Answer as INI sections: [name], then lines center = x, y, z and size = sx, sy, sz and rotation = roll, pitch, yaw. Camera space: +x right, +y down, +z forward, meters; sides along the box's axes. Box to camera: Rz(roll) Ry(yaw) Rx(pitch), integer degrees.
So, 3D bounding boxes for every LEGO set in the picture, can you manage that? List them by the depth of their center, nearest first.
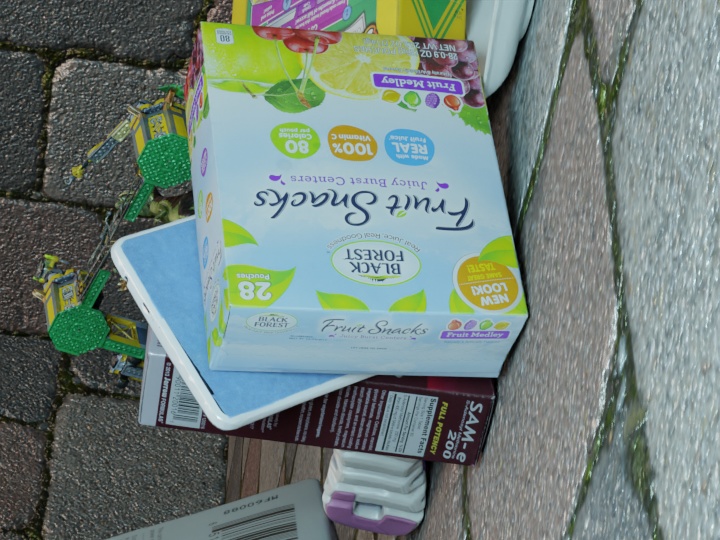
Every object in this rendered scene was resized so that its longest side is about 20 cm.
[LEGO set]
center = -0.116, -0.035, 1.369
size = 0.116, 0.153, 0.201
rotation = -109, 36, -52

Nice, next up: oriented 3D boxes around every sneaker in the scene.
[sneaker]
center = 0.020, 0.088, 1.434
size = 0.201, 0.080, 0.089
rotation = 103, 179, -54

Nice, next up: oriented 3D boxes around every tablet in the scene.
[tablet]
center = -0.030, 0.009, 1.242
size = 0.131, 0.199, 0.014
rotation = 56, 143, 21

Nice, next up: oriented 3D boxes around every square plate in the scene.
[square plate]
center = 0.092, -0.229, 1.317
size = 0.199, 0.028, 0.201
rotation = -94, 12, -58

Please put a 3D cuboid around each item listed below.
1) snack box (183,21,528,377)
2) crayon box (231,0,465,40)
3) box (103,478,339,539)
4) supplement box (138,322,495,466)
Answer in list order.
[snack box]
center = -0.007, -0.041, 1.230
size = 0.068, 0.167, 0.201
rotation = 112, 155, -52
[crayon box]
center = -0.010, -0.175, 1.424
size = 0.199, 0.058, 0.174
rotation = -21, 62, 52
[box]
center = -0.091, 0.274, 1.476
size = 0.199, 0.198, 0.173
rotation = -106, -2, -73
[supplement box]
center = -0.025, 0.045, 1.282
size = 0.109, 0.198, 0.061
rotation = -90, 10, -49
